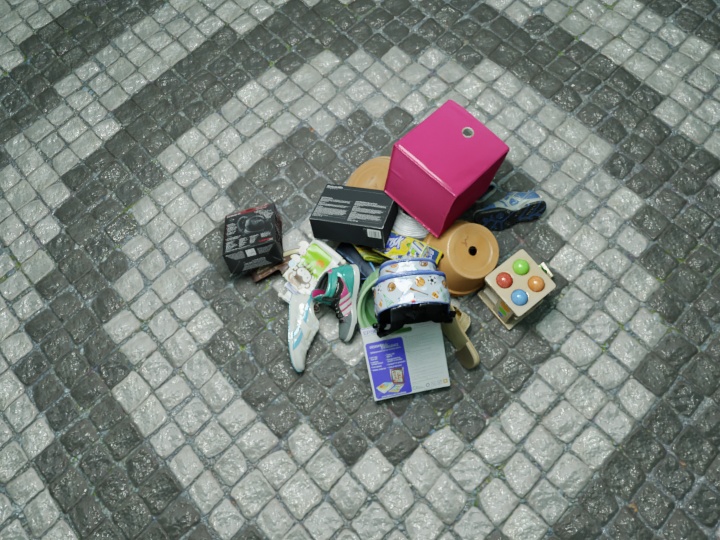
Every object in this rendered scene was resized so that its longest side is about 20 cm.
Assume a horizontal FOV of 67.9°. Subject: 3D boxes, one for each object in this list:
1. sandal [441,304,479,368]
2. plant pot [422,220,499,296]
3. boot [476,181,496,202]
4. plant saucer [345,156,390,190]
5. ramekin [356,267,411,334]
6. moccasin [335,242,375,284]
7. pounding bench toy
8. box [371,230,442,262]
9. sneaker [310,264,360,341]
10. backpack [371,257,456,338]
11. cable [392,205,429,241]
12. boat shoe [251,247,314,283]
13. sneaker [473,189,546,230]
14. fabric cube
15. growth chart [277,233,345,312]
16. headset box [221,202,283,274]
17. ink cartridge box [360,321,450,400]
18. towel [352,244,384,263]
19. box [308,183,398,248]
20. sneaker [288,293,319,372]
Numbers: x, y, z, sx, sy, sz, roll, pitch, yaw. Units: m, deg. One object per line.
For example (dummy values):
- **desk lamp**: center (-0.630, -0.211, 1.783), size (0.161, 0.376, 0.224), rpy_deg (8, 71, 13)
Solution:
- **sandal**: center (0.257, 0.144, 1.381), size (0.069, 0.078, 0.213), rpy_deg (-15, 72, -35)
- **plant pot**: center (0.264, -0.038, 1.369), size (0.198, 0.140, 0.203), rpy_deg (1, 84, -9)
- **boot**: center (0.271, -0.215, 1.425), size (0.199, 0.074, 0.095), rpy_deg (-23, 40, -27)
- **plant saucer**: center (0.036, -0.237, 1.507), size (0.198, 0.032, 0.202), rpy_deg (-15, 59, 26)
- **ramekin**: center (0.088, 0.084, 1.343), size (0.197, 0.098, 0.202), rpy_deg (-1, 109, -3)
- **moccasin**: center (0.000, 0.000, 1.449), size (0.068, 0.081, 0.201), rpy_deg (-34, 56, -4)
- **pounding bench toy**: center (0.419, 0.026, 1.351), size (0.199, 0.156, 0.125), rpy_deg (-36, 72, -10)
- **box**: center (0.115, -0.050, 1.370), size (0.199, 0.064, 0.071), rpy_deg (27, 94, 55)
- **sneaker**: center (-0.069, 0.084, 1.364), size (0.119, 0.083, 0.203), rpy_deg (1, 96, -25)
- **backpack**: center (0.114, 0.053, 1.177), size (0.198, 0.191, 0.156), rpy_deg (-11, 80, 0)
- **cable**: center (0.156, -0.175, 1.499), size (0.198, 0.069, 0.202), rpy_deg (-20, 69, -2)
- **boat shoe**: center (-0.204, -0.011, 1.468), size (0.198, 0.072, 0.073), rpy_deg (-13, 80, 1)
- **sneaker**: center (0.407, -0.169, 1.484), size (0.198, 0.076, 0.078), rpy_deg (-12, 46, 0)
- **fabric cube**: center (0.199, -0.244, 1.294), size (0.199, 0.200, 0.196), rpy_deg (-41, 76, -21)
- **growth chart**: center (-0.134, 0.015, 1.430), size (0.144, 0.018, 0.201), rpy_deg (29, 91, -3)
- **headset box**: center (-0.293, -0.097, 1.465), size (0.147, 0.078, 0.201), rpy_deg (-15, 40, 1)
- **ink cartridge box**: center (0.111, 0.206, 1.310), size (0.196, 0.043, 0.202), rpy_deg (-11, 108, 0)
- **towel**: center (-0.015, -0.098, 1.464), size (0.018, 0.086, 0.200), rpy_deg (-48, 60, 20)
- **box**: center (-0.015, -0.145, 1.394), size (0.198, 0.079, 0.142), rpy_deg (10, 53, 17)
- **sneaker**: center (-0.145, 0.160, 1.379), size (0.080, 0.077, 0.203), rpy_deg (1, 84, -5)
